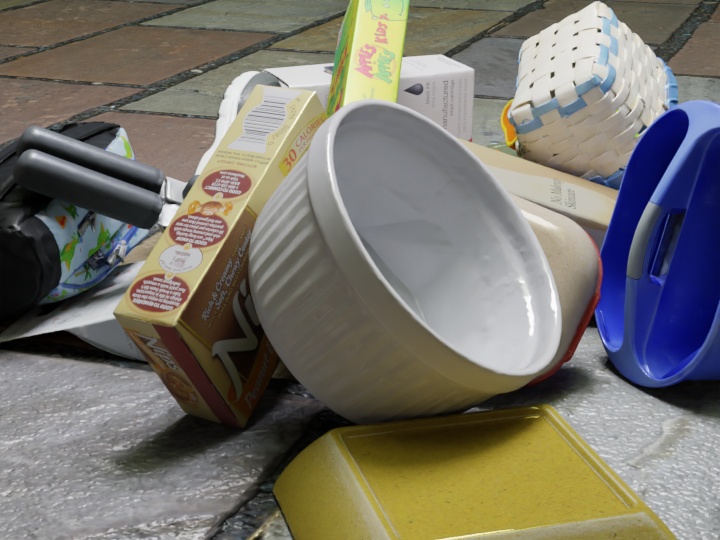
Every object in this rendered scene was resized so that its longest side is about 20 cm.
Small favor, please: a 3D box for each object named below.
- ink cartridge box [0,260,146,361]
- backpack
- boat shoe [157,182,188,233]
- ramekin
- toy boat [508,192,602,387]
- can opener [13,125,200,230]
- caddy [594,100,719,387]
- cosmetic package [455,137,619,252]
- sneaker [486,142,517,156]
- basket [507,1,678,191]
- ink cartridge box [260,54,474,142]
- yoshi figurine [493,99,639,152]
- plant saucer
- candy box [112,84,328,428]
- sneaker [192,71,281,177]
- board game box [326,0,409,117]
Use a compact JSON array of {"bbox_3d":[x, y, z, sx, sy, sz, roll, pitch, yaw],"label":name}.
[{"bbox_3d":[-0.167,0.029,1.091,0.198,0.058,0.163,-17,14,18],"label":"ink cartridge box"},{"bbox_3d":[-0.259,-0.044,1.126,0.161,0.155,0.201,-10,40,30],"label":"backpack"},{"bbox_3d":[-0.088,-0.041,1.223,0.197,0.072,0.064,3,18,6],"label":"boat shoe"},{"bbox_3d":[0.021,0.004,0.859,0.105,0.201,0.200,-38,-3,32],"label":"ramekin"},{"bbox_3d":[0.079,0.011,1.018,0.198,0.132,0.131,25,-14,19],"label":"toy boat"},{"bbox_3d":[-0.165,-0.067,1.057,0.198,0.067,0.053,16,41,-21],"label":"can opener"},{"bbox_3d":[0.233,-0.016,0.962,0.104,0.203,0.141,7,16,-27],"label":"caddy"},{"bbox_3d":[0.155,-0.033,1.105,0.197,0.072,0.105,18,22,-2],"label":"cosmetic package"},{"bbox_3d":[0.226,-0.145,1.490,0.197,0.091,0.067,3,20,11],"label":"sneaker"},{"bbox_3d":[0.219,-0.118,1.208,0.138,0.200,0.177,-29,27,32],"label":"basket"},{"bbox_3d":[0.006,-0.128,1.357,0.197,0.147,0.084,-8,21,-21],"label":"ink cartridge box"},{"bbox_3d":[0.216,-0.106,1.344,0.198,0.114,0.112,13,-13,-21],"label":"yoshi figurine"},{"bbox_3d":[0.065,0.129,0.757,0.197,0.049,0.200,-5,20,-14],"label":"plant saucer"},{"bbox_3d":[-0.074,-0.012,0.924,0.055,0.116,0.201,10,57,31],"label":"candy box"},{"bbox_3d":[-0.088,-0.096,1.199,0.083,0.075,0.202,8,47,6],"label":"sneaker"},{"bbox_3d":[0.002,-0.164,1.221,0.047,0.102,0.202,14,57,-9],"label":"board game box"}]
